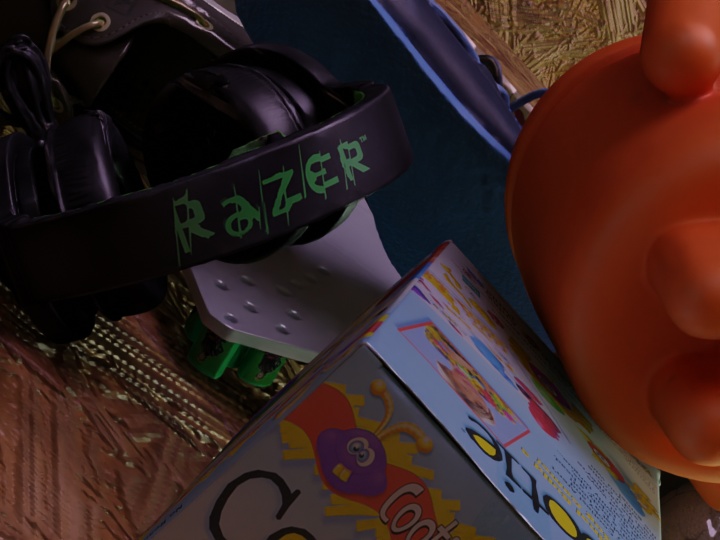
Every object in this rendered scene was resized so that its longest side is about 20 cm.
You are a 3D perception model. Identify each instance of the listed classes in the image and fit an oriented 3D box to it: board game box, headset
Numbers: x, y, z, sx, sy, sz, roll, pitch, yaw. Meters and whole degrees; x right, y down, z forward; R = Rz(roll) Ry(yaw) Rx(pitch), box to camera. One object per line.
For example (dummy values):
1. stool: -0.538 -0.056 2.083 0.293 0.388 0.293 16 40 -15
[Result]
1. board game box: 0.012 0.073 0.553 0.105 0.103 0.200 48 11 0
2. headset: -0.066 -0.037 0.627 0.200 0.123 0.094 1 -68 65
3. board game box: 0.000 0.000 0.812 0.200 0.026 0.200 17 26 -29

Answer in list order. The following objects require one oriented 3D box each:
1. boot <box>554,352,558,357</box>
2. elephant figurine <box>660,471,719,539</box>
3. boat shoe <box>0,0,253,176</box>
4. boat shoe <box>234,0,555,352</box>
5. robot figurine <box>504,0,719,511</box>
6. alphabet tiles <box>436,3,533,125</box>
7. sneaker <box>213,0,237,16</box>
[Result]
1. boot: 0.157 0.030 0.817 0.200 0.070 0.146 21 -1 36
2. elephant figurine: 0.176 0.166 0.827 0.200 0.155 0.141 53 -17 -4
3. boat shoe: -0.089 -0.080 0.742 0.201 0.072 0.060 29 20 -16
4. boat shoe: 0.033 -0.057 0.735 0.200 0.084 0.069 60 31 -31
5. robot figurine: 0.108 -0.010 0.636 0.144 0.117 0.200 45 10 -19
6. alphabet tiles: 0.039 -0.072 1.120 0.200 0.008 0.167 50 -31 16
7. sneaker: -0.070 -0.117 0.860 0.200 0.071 0.073 28 10 36
